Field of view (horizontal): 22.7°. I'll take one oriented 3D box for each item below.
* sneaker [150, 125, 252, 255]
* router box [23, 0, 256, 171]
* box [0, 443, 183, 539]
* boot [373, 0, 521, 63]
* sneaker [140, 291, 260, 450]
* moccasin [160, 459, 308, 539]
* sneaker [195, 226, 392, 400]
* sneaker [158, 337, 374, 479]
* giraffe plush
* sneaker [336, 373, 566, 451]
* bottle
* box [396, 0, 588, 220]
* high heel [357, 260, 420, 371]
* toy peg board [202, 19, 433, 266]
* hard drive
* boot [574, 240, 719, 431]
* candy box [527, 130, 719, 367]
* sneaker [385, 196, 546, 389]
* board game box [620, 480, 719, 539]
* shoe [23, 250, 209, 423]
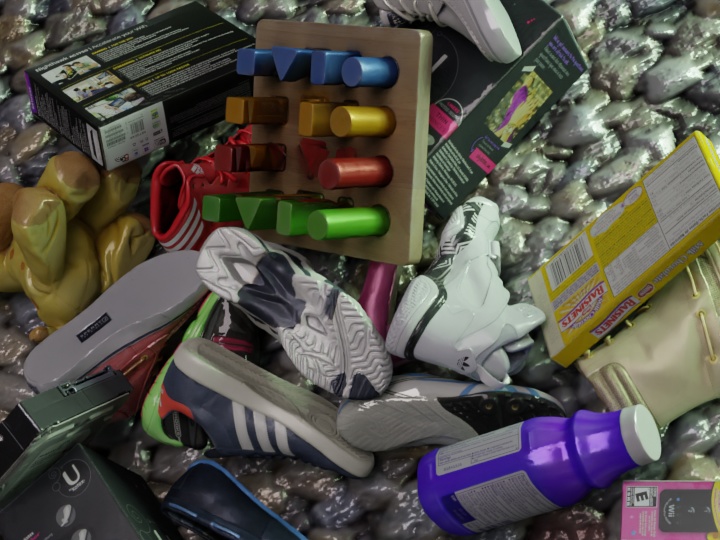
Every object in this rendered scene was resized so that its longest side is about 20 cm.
[{"bbox_3d":[-0.119,-0.093,1.666,0.078,0.116,0.201,27,81,28],"label":"sneaker"},{"bbox_3d":[-0.195,-0.178,1.695,0.199,0.051,0.149,-26,41,-26],"label":"router box"},{"bbox_3d":[-0.205,0.267,1.546,0.106,0.122,0.200,-41,61,2],"label":"box"},{"bbox_3d":[0.064,-0.233,1.563,0.095,0.074,0.201,-34,50,12],"label":"boot"},{"bbox_3d":[-0.123,0.076,1.637,0.083,0.077,0.201,31,78,-1],"label":"sneaker"},{"bbox_3d":[-0.090,0.248,1.537,0.200,0.081,0.068,35,60,28],"label":"moccasin"},{"bbox_3d":[-0.046,0.036,1.564,0.198,0.130,0.080,32,97,9],"label":"sneaker"},{"bbox_3d":[-0.086,0.140,1.568,0.199,0.075,0.085,31,109,-1],"label":"sneaker"},{"bbox_3d":[-0.308,-0.026,1.713,0.161,0.172,0.202,16,111,36],"label":"giraffe plush"},{"bbox_3d":[0.079,0.117,1.537,0.198,0.072,0.073,0,30,12],"label":"sneaker"},{"bbox_3d":[0.146,0.159,1.461,0.199,0.083,0.066,-22,49,28],"label":"bottle"},{"bbox_3d":[0.088,-0.168,1.619,0.200,0.106,0.122,-46,61,-1],"label":"box"},{"bbox_3d":[0.000,0.000,1.609,0.095,0.067,0.202,-15,79,4],"label":"high heel"},{"bbox_3d":[-0.047,-0.113,1.555,0.199,0.097,0.201,10,101,41],"label":"toy peg board"},{"bbox_3d":[-0.299,0.170,1.581,0.038,0.140,0.200,48,118,10],"label":"hard drive"},{"bbox_3d":[0.243,0.034,1.502,0.155,0.073,0.201,-30,65,10],"label":"boot"},{"bbox_3d":[0.223,-0.017,1.477,0.200,0.026,0.103,-43,36,24],"label":"candy box"},{"bbox_3d":[0.106,0.023,1.538,0.114,0.075,0.200,27,44,7],"label":"sneaker"},{"bbox_3d":[0.304,0.240,1.399,0.198,0.064,0.149,-2,69,20],"label":"board game box"},{"bbox_3d":[-0.209,0.067,1.657,0.199,0.091,0.072,-35,47,-5],"label":"shoe"}]
